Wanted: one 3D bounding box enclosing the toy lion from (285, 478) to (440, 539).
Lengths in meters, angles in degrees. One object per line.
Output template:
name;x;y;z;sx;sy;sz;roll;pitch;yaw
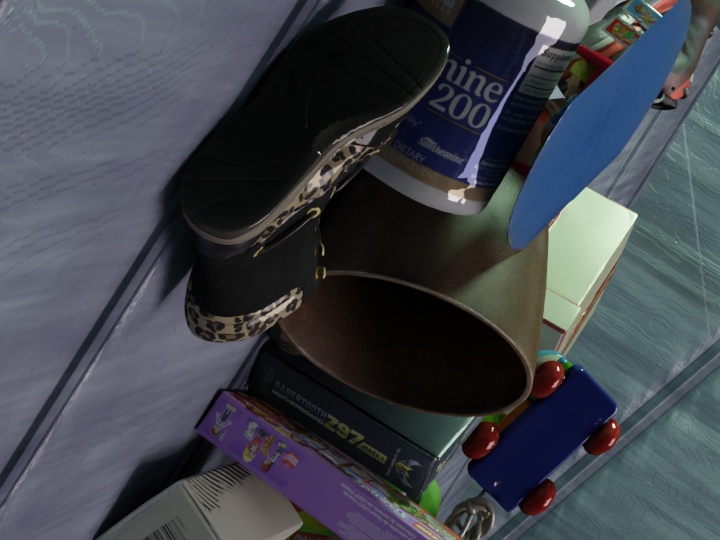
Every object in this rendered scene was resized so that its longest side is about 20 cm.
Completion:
toy lion;-0.013;0.181;1.686;0.192;0.200;0.069;-52;126;-30

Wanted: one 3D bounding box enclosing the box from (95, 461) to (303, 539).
box;-0.112;0.188;1.470;0.082;0.068;0.200;-35;173;9

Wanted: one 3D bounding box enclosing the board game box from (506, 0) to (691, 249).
board game box;0.144;-0.105;1.359;0.200;0.039;0.158;-43;161;-32

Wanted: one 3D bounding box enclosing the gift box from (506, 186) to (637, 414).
gift box;0.128;0.029;1.852;0.187;0.185;0.200;-52;162;-37

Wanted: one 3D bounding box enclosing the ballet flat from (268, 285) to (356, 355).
ballet flat;0.000;0.000;1.553;0.200;0.046;0.067;-48;166;-42

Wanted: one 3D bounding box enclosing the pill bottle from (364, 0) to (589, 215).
pill bottle;0.077;-0.145;1.313;0.200;0.111;0.111;-61;169;18

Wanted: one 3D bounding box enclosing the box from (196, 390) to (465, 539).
box;-0.017;0.161;1.516;0.039;0.200;0.137;-55;170;2

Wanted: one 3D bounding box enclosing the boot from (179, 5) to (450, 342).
boot;-0.032;-0.053;1.186;0.200;0.073;0.151;-47;164;-30

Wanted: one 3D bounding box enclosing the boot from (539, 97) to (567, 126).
boot;0.098;-0.097;1.682;0.107;0.075;0.200;-11;176;-16

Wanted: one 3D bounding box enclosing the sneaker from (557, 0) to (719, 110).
sneaker;0.214;-0.158;1.487;0.200;0.082;0.077;-30;-171;-30

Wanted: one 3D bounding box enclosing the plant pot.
plant pot;0.059;-0.028;1.457;0.187;0.187;0.200;102;8;-62

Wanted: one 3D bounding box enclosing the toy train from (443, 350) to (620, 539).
toy train;0.110;0.149;1.653;0.200;0.085;0.116;-44;-166;4

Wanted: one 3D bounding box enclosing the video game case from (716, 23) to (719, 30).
video game case;0.261;-0.258;1.595;0.022;0.200;0.182;-41;167;-5

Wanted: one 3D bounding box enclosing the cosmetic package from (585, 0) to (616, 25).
cosmetic package;0.151;-0.229;1.518;0.102;0.074;0.200;-62;166;23

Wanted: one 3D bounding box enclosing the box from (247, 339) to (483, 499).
box;0.030;0.069;1.588;0.200;0.158;0.051;-44;163;-49
